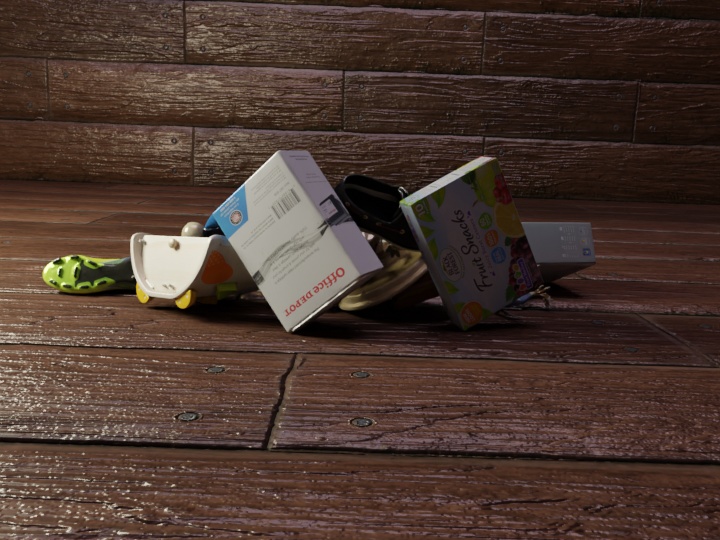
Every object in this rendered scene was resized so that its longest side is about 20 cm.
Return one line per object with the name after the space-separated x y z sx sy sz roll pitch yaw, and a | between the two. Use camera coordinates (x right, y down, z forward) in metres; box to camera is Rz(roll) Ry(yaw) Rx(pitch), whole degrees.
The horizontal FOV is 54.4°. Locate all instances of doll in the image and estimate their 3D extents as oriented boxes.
-0.188 -0.046 1.085 0.198 0.137 0.049 11 49 19 | doll

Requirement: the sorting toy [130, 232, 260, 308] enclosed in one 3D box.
-0.228 0.008 1.080 0.199 0.108 0.179 4 -4 40 | sorting toy

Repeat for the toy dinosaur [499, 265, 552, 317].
0.211 0.043 1.114 0.180 0.106 0.200 -10 -21 -11 | toy dinosaur

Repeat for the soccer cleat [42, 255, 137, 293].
-0.412 0.011 1.149 0.198 0.065 0.084 -4 -18 -9 | soccer cleat

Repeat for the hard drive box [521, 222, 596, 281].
0.292 -0.029 1.259 0.198 0.078 0.156 -1 -13 -15 | hard drive box

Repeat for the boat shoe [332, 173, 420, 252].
0.053 -0.081 1.007 0.200 0.074 0.063 17 -28 -16 | boat shoe

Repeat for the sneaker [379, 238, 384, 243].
0.076 -0.044 1.400 0.075 0.089 0.200 1 9 5 | sneaker

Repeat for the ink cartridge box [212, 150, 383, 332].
-0.085 -0.040 0.958 0.144 0.201 0.084 -37 -8 26 | ink cartridge box

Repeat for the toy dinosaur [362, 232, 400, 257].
-0.012 -0.032 1.080 0.199 0.086 0.135 -31 3 -27 | toy dinosaur

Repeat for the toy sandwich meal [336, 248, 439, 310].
0.056 0.015 1.089 0.204 0.071 0.206 -28 20 11 | toy sandwich meal

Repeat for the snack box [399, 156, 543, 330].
0.158 -0.038 0.983 0.141 0.201 0.053 -29 18 -9 | snack box
